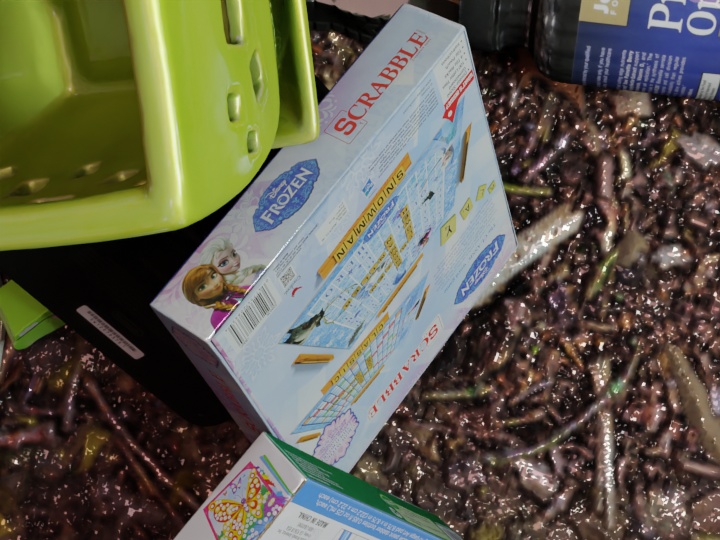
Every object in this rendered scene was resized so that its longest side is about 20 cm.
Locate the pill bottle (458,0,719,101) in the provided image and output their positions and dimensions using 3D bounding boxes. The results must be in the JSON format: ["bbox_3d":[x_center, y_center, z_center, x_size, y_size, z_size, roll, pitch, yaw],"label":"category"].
[{"bbox_3d":[0.160,-0.157,0.745,0.199,0.112,0.112,8,87,9],"label":"pill bottle"}]

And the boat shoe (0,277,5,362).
[{"bbox_3d":[-0.266,0.051,0.819,0.073,0.062,0.201,-5,85,8],"label":"boat shoe"}]

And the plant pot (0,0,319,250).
[{"bbox_3d":[-0.128,-0.123,0.559,0.198,0.181,0.201,-3,102,24],"label":"plant pot"}]

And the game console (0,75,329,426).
[{"bbox_3d":[-0.088,-0.029,0.765,0.176,0.117,0.200,-27,124,29],"label":"game console"}]

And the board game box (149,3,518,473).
[{"bbox_3d":[0.000,0.000,0.687,0.041,0.200,0.200,29,69,29],"label":"board game box"}]

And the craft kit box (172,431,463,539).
[{"bbox_3d":[-0.051,0.198,0.709,0.048,0.200,0.198,38,90,37],"label":"craft kit box"}]

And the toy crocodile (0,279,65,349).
[{"bbox_3d":[-0.143,-0.023,0.811,0.200,0.062,0.068,-41,64,6],"label":"toy crocodile"}]

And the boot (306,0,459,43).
[{"bbox_3d":[-0.025,-0.220,0.805,0.199,0.077,0.139,11,83,-4],"label":"boot"}]
